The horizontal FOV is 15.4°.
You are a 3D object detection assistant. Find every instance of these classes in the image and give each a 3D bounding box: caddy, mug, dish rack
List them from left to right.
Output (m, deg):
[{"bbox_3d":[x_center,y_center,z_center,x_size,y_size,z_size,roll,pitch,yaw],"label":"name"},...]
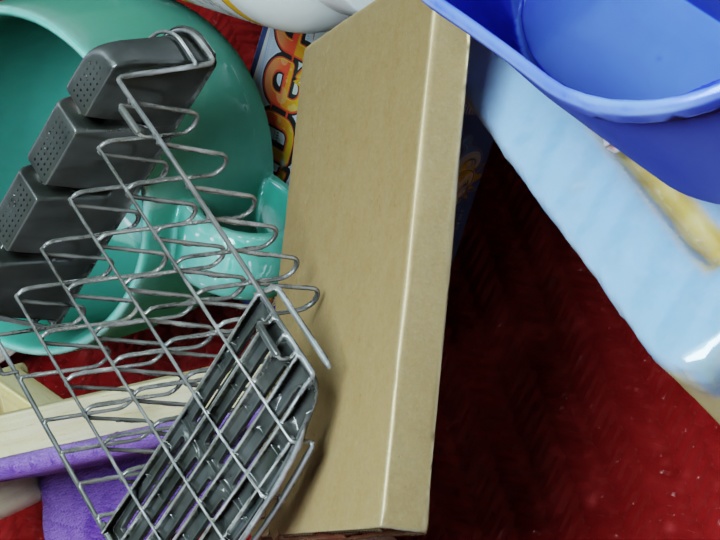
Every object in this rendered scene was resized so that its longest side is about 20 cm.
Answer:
[{"bbox_3d":[-0.104,-0.036,1.167,0.185,0.114,0.152,54,127,13],"label":"mug"},{"bbox_3d":[-0.076,0.021,1.023,0.200,0.054,0.154,56,130,30],"label":"dish rack"},{"bbox_3d":[0.094,-0.112,0.826,0.141,0.105,0.200,-49,46,0],"label":"caddy"}]

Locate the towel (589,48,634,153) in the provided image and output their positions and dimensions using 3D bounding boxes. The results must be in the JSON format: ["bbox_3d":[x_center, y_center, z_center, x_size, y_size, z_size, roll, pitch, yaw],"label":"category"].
[{"bbox_3d":[0.160,-0.149,0.896,0.191,0.032,0.200,-15,55,27],"label":"towel"}]

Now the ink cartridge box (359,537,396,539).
[{"bbox_3d":[-0.052,0.160,1.022,0.050,0.200,0.161,44,91,9],"label":"ink cartridge box"}]

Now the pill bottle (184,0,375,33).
[{"bbox_3d":[-0.041,-0.160,1.095,0.200,0.113,0.113,23,77,50],"label":"pill bottle"}]

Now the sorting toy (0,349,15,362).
[{"bbox_3d":[-0.208,-0.031,1.322,0.200,0.107,0.180,-40,32,-12],"label":"sorting toy"}]

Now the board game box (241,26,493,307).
[{"bbox_3d":[0.000,-0.063,1.163,0.135,0.034,0.200,39,120,45],"label":"board game box"}]

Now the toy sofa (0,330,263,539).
[{"bbox_3d":[-0.085,0.075,1.140,0.200,0.083,0.098,-13,94,29],"label":"toy sofa"}]

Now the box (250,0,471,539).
[{"bbox_3d":[0.000,0.000,0.985,0.163,0.021,0.201,160,118,-71],"label":"box"}]

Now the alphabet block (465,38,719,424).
[{"bbox_3d":[0.183,-0.035,0.965,0.195,0.200,0.197,-38,47,9],"label":"alphabet block"}]
